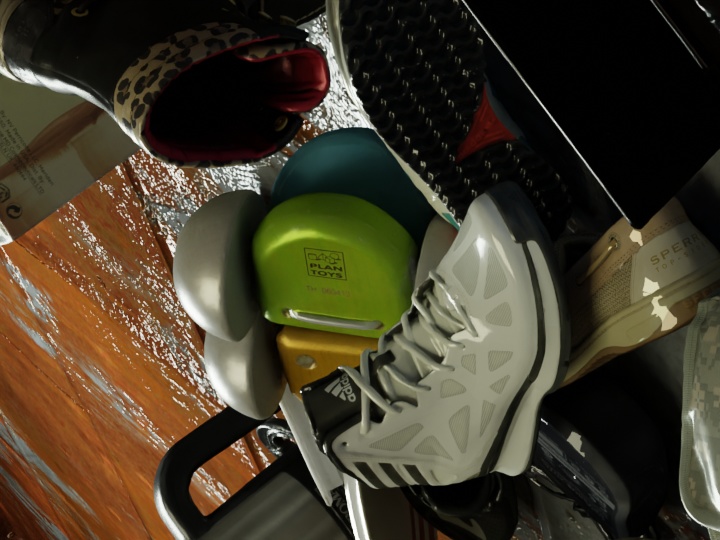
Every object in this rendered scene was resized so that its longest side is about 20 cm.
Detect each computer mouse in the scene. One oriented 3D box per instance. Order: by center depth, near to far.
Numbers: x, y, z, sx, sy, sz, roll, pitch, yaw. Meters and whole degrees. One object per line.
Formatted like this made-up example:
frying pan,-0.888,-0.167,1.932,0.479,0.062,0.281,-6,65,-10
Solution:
computer mouse,0.133,0.100,1.039,0.138,0.053,0.200,44,171,18

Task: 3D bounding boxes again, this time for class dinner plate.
dinner plate,0.017,0.148,1.223,0.200,0.024,0.201,-12,-90,-78

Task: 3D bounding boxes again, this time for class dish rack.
dish rack,-0.048,0.047,1.271,0.200,0.043,0.172,-115,2,-52

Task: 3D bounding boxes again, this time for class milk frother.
milk frother,-0.066,0.202,1.438,0.181,0.188,0.200,46,159,19

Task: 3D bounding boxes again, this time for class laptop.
laptop,0.058,-0.101,0.759,0.187,0.116,0.200,53,160,0

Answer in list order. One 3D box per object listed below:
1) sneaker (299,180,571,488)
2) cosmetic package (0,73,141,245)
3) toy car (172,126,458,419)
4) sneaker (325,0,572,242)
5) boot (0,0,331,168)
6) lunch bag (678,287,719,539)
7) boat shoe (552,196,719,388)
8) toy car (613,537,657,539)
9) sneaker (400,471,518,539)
sneaker,0.032,0.046,0.878,0.201,0.115,0.076,93,157,-48
cosmetic package,-0.172,-0.106,1.135,0.087,0.200,0.103,55,161,-12
toy car,0.000,0.000,1.028,0.175,0.150,0.200,7,148,13
sneaker,0.028,-0.087,0.893,0.200,0.070,0.093,53,174,-37
boot,-0.062,-0.113,0.874,0.151,0.200,0.073,35,132,48
lunch bag,0.219,0.096,0.742,0.164,0.117,0.200,6,125,65
boat shoe,0.118,0.010,0.896,0.065,0.071,0.200,61,155,4
toy car,0.168,0.239,1.059,0.164,0.158,0.200,1,169,16
sneaker,0.056,0.132,1.165,0.200,0.077,0.084,59,-168,-49
